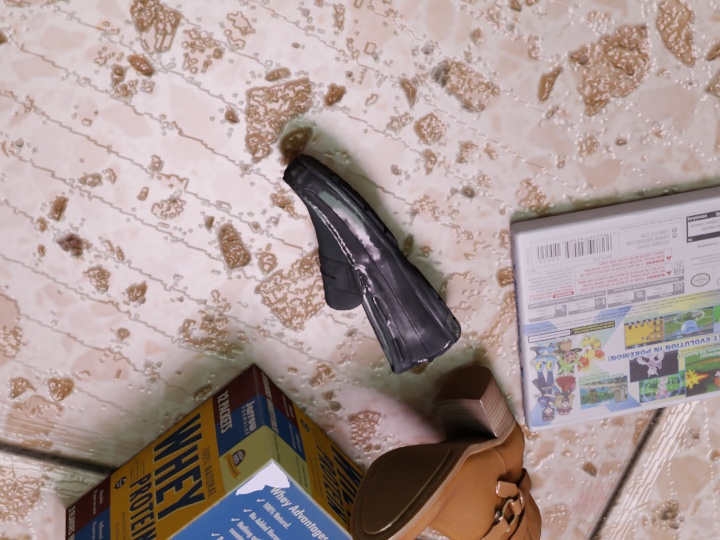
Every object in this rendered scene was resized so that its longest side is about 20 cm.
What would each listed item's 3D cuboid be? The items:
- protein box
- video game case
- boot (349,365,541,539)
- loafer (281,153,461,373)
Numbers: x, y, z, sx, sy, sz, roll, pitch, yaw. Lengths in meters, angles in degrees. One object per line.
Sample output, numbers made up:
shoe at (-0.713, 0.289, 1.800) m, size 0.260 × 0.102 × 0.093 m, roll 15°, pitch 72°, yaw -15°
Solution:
protein box at (-0.090, 0.225, 1.265) m, size 0.200 × 0.135 × 0.199 m, roll -38°, pitch 117°, yaw 10°
video game case at (0.220, 0.030, 1.285) m, size 0.199 × 0.022 × 0.183 m, roll -10°, pitch 118°, yaw -6°
boot at (0.074, 0.190, 1.261) m, size 0.076 × 0.200 × 0.156 m, roll -4°, pitch 121°, yaw 31°
loafer at (0.000, 0.000, 1.202) m, size 0.070 × 0.068 × 0.201 m, roll -38°, pitch 121°, yaw 0°
